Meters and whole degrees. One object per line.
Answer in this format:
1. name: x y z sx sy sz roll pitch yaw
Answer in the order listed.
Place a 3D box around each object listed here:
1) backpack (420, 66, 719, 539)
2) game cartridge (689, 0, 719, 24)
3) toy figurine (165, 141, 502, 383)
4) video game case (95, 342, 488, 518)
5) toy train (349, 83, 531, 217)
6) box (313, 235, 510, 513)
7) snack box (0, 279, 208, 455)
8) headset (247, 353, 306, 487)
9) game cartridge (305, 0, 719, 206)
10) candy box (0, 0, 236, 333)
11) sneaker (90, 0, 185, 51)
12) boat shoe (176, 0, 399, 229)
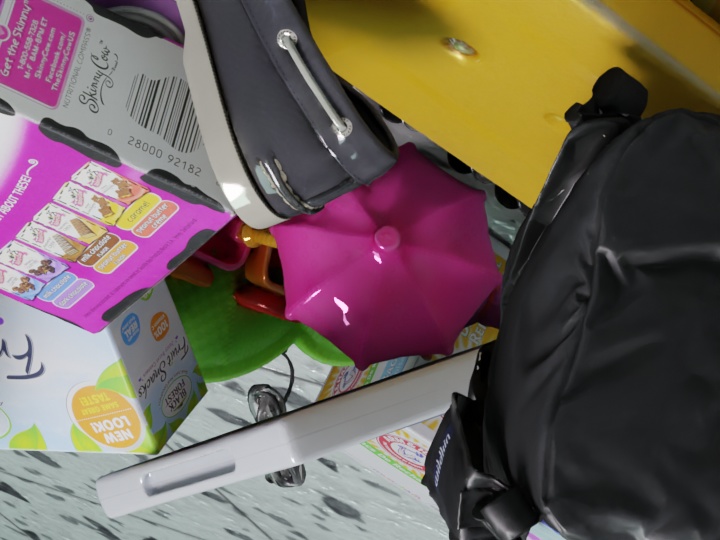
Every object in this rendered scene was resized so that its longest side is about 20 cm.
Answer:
1. backpack: 0.099 0.041 0.916 0.126 0.168 0.200 20 169 0
2. game cartridge: 0.062 -0.136 0.906 0.199 0.033 0.176 25 162 2
3. toy figurine: 0.000 0.000 1.160 0.199 0.151 0.184 25 174 -36
4. video game case: 0.008 0.060 1.137 0.182 0.199 0.023 -22 87 58
5. toy train: 0.021 -0.085 1.088 0.200 0.046 0.034 36 177 -23
6. box: 0.089 0.080 1.343 0.200 0.113 0.101 34 161 -19
7. snack box: -0.181 0.009 1.160 0.199 0.053 0.143 -1 124 32
8. headset: -0.085 0.042 1.405 0.200 0.123 0.094 37 150 57
9. game cartridge: 0.079 -0.067 0.960 0.199 0.033 0.176 32 162 -20
10. candy box: -0.153 -0.060 0.967 0.199 0.061 0.136 24 150 -20
11. sneaker: -0.082 -0.139 0.975 0.074 0.100 0.201 1 138 25
12. boat shoe: -0.035 -0.119 0.918 0.062 0.201 0.073 -15 177 21
